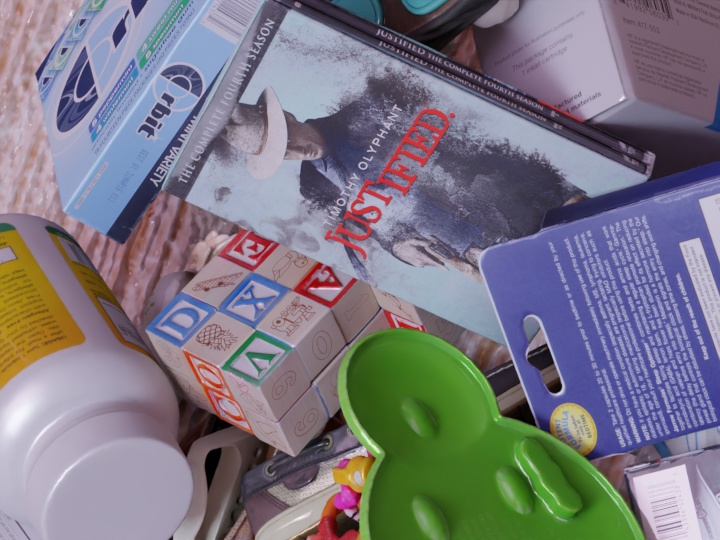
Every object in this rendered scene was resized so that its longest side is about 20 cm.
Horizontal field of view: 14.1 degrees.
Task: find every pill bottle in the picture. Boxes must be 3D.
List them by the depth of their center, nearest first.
[{"bbox_3d":[-0.162,0.066,1.532,0.113,0.113,0.200,-55,41,15],"label":"pill bottle"}]

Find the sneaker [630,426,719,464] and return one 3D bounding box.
[{"bbox_3d":[0.167,0.065,1.433,0.087,0.075,0.200,-37,68,18],"label":"sneaker"}]

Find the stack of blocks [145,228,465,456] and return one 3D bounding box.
[{"bbox_3d":[0.000,0.000,1.510,0.115,0.059,0.200,24,61,39],"label":"stack of blocks"}]

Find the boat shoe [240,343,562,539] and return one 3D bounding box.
[{"bbox_3d":[0.025,0.083,1.503,0.201,0.072,0.066,-32,67,8],"label":"boat shoe"}]

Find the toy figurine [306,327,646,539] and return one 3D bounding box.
[{"bbox_3d":[0.020,0.158,1.385,0.200,0.150,0.184,58,140,20],"label":"toy figurine"}]

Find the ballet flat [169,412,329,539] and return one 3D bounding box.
[{"bbox_3d":[-0.059,0.085,1.556,0.068,0.067,0.200,20,92,38],"label":"ballet flat"}]

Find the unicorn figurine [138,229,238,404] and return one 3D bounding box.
[{"bbox_3d":[-0.126,0.066,1.645,0.200,0.074,0.137,-48,17,-4],"label":"unicorn figurine"}]

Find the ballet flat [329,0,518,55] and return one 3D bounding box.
[{"bbox_3d":[0.029,-0.130,1.393,0.200,0.068,0.068,-39,58,36],"label":"ballet flat"}]

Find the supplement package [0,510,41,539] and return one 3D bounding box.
[{"bbox_3d":[-0.165,0.243,1.564,0.156,0.111,0.200,49,140,34],"label":"supplement package"}]

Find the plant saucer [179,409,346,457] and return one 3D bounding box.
[{"bbox_3d":[-0.043,0.167,1.588,0.200,0.032,0.201,-10,73,35],"label":"plant saucer"}]

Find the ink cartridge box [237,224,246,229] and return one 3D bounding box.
[{"bbox_3d":[-0.032,-0.110,1.554,0.045,0.200,0.176,35,91,-8],"label":"ink cartridge box"}]

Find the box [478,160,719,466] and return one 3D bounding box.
[{"bbox_3d":[0.166,0.012,1.348,0.200,0.032,0.121,-16,107,15],"label":"box"}]

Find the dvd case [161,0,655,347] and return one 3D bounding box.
[{"bbox_3d":[0.020,-0.047,1.389,0.146,0.200,0.022,-56,11,44],"label":"dvd case"}]

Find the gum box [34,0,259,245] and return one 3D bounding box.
[{"bbox_3d":[-0.115,-0.131,1.643,0.170,0.044,0.200,-54,23,16],"label":"gum box"}]

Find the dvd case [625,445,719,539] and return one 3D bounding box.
[{"bbox_3d":[0.232,0.138,1.338,0.200,0.022,0.146,-16,73,14],"label":"dvd case"}]

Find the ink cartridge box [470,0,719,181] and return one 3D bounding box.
[{"bbox_3d":[0.123,-0.143,1.455,0.086,0.146,0.200,-31,62,34],"label":"ink cartridge box"}]
